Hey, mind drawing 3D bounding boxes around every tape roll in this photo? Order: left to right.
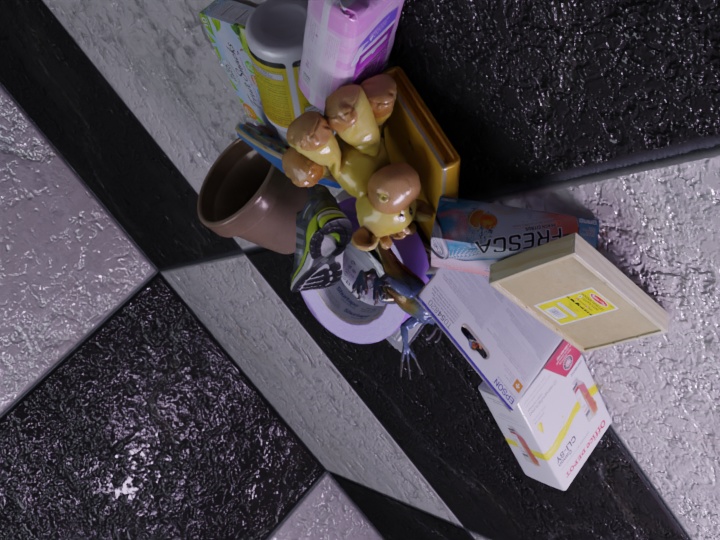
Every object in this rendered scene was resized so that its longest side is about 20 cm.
[{"bbox_3d":[0.000,0.000,1.226,0.196,0.065,0.205,14,117,29],"label":"tape roll"}]

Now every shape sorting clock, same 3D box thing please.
[{"bbox_3d":[-0.102,-0.184,1.313,0.197,0.040,0.200,28,-165,-8],"label":"shape sorting clock"}]

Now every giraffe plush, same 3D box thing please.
[{"bbox_3d":[0.010,-0.114,1.047,0.164,0.171,0.200,56,176,15],"label":"giraffe plush"}]

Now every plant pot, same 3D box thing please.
[{"bbox_3d":[-0.166,-0.123,1.521,0.198,0.203,0.174,19,166,49],"label":"plant pot"}]

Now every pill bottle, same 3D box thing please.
[{"bbox_3d":[-0.090,-0.267,1.177,0.112,0.112,0.202,35,156,24],"label":"pill bottle"}]

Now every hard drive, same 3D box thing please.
[{"bbox_3d":[0.024,0.020,1.308,0.200,0.038,0.140,45,147,10],"label":"hard drive"}]

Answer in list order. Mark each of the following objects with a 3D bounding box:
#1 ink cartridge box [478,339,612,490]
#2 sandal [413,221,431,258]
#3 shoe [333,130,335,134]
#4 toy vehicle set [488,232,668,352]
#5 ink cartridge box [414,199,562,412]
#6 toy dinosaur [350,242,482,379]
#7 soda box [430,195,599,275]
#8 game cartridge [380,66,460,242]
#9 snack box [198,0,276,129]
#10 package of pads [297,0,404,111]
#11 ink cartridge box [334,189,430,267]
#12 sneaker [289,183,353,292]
[{"bbox_3d":[0.281,0.203,1.266,0.083,0.145,0.202,13,142,51],"label":"ink cartridge box"},{"bbox_3d":[0.128,-0.040,1.219,0.198,0.081,0.054,33,156,20],"label":"sandal"},{"bbox_3d":[0.007,-0.181,1.213,0.091,0.072,0.200,45,164,-3],"label":"shoe"},{"bbox_3d":[0.261,0.033,1.006,0.198,0.027,0.123,34,143,-32],"label":"toy vehicle set"},{"bbox_3d":[0.177,0.046,1.104,0.201,0.200,0.040,50,150,-9],"label":"ink cartridge box"},{"bbox_3d":[0.087,0.038,1.110,0.178,0.205,0.104,12,167,-32],"label":"toy dinosaur"},{"bbox_3d":[0.185,-0.032,1.024,0.195,0.065,0.069,9,150,10],"label":"soda box"},{"bbox_3d":[0.079,-0.138,1.117,0.201,0.032,0.178,81,164,-59],"label":"game cartridge"},{"bbox_3d":[-0.154,-0.310,1.303,0.141,0.053,0.202,30,155,38],"label":"snack box"},{"bbox_3d":[-0.010,-0.283,0.984,0.075,0.121,0.201,41,158,8],"label":"package of pads"},{"bbox_3d":[0.047,-0.034,1.340,0.199,0.084,0.146,37,146,23],"label":"ink cartridge box"},{"bbox_3d":[-0.059,-0.039,1.160,0.201,0.072,0.082,117,142,-52],"label":"sneaker"}]
